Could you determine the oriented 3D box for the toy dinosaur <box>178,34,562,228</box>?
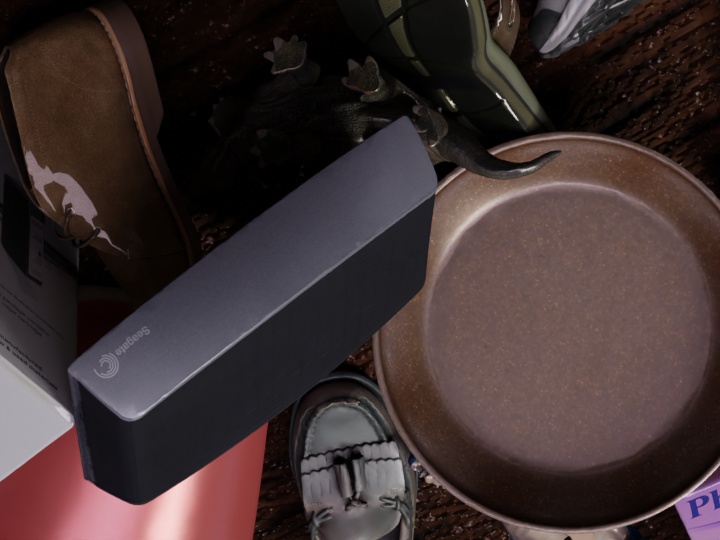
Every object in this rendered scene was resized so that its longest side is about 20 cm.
[{"bbox_3d":[-0.002,-0.073,1.252,0.198,0.102,0.078,-6,85,4],"label":"toy dinosaur"}]

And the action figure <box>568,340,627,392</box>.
[{"bbox_3d":[0.149,0.050,1.364,0.199,0.070,0.130,-19,172,5],"label":"action figure"}]

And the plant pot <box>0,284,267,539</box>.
[{"bbox_3d":[-0.139,0.118,1.329,0.199,0.201,0.178,13,115,-17],"label":"plant pot"}]

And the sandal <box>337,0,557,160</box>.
[{"bbox_3d":[0.046,-0.122,1.252,0.079,0.058,0.201,11,154,30],"label":"sandal"}]

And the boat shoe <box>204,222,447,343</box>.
[{"bbox_3d":[0.000,0.000,1.323,0.199,0.072,0.073,7,84,-36],"label":"boat shoe"}]

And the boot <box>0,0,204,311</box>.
[{"bbox_3d":[-0.125,-0.026,1.244,0.075,0.073,0.201,-22,100,-25],"label":"boot"}]

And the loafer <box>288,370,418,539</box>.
[{"bbox_3d":[0.003,0.149,1.439,0.071,0.063,0.201,-10,127,-1],"label":"loafer"}]

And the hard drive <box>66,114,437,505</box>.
[{"bbox_3d":[-0.045,0.024,1.177,0.200,0.042,0.135,-37,159,-20],"label":"hard drive"}]

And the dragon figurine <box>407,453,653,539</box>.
[{"bbox_3d":[0.114,0.133,1.446,0.199,0.100,0.059,19,122,-43],"label":"dragon figurine"}]

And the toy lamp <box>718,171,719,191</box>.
[{"bbox_3d":[0.207,-0.093,1.296,0.058,0.058,0.201,-10,126,-1],"label":"toy lamp"}]

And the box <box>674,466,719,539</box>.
[{"bbox_3d":[0.279,0.132,1.446,0.175,0.097,0.201,-22,126,9],"label":"box"}]

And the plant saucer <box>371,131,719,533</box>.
[{"bbox_3d":[0.106,0.030,1.281,0.199,0.037,0.202,0,94,4],"label":"plant saucer"}]

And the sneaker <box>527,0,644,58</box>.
[{"bbox_3d":[0.122,-0.185,1.215,0.074,0.079,0.201,-33,156,-40],"label":"sneaker"}]

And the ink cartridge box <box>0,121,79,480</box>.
[{"bbox_3d":[-0.215,0.029,1.236,0.144,0.201,0.084,-36,119,18],"label":"ink cartridge box"}]
